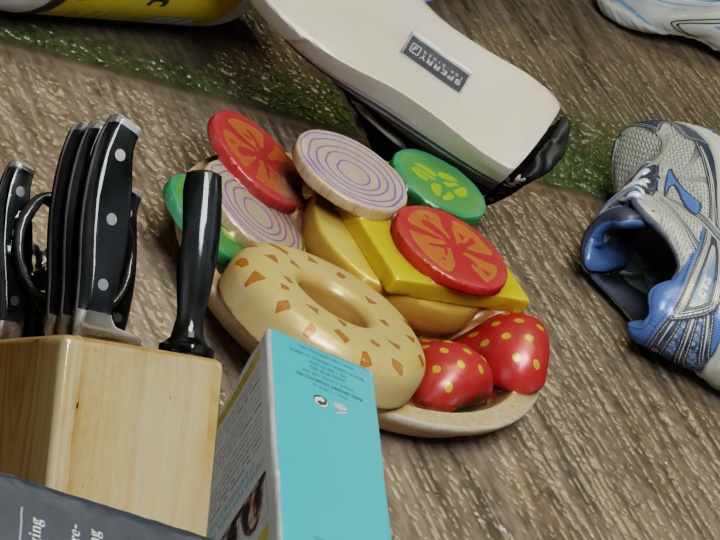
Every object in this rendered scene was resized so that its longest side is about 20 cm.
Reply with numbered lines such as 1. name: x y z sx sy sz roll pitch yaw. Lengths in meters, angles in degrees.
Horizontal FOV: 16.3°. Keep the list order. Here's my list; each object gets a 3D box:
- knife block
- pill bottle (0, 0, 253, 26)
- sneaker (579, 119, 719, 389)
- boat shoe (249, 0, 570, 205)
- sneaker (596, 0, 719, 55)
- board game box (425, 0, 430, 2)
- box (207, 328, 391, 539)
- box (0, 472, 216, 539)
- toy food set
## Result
1. knife block: -0.085 0.057 0.839 0.064 0.176 0.200 11 35 -33
2. pill bottle: -0.106 -0.181 1.273 0.199 0.112 0.111 -2 43 -47
3. sneaker: 0.157 -0.023 1.328 0.085 0.077 0.200 15 31 -21
4. boat shoe: 0.005 -0.101 1.265 0.200 0.093 0.075 40 63 -3
5. sneaker: 0.243 -0.181 1.672 0.199 0.073 0.072 10 33 -38
6. board game box: -0.038 -0.207 1.465 0.199 0.039 0.159 15 39 -25
7. box: -0.027 0.114 0.907 0.049 0.082 0.200 23 29 -18
8. box: -0.134 0.134 0.680 0.199 0.149 0.107 20 40 -21
9. toy food set: 0.000 0.000 1.156 0.199 0.049 0.198 8 36 -37
